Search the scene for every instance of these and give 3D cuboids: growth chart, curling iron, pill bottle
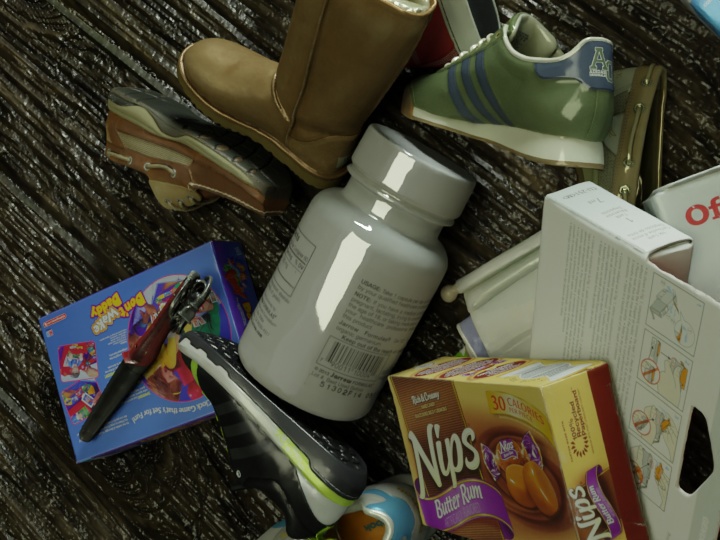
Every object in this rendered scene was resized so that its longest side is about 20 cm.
[{"bbox_3d":[0.131,0.076,0.807,0.144,0.018,0.201,-26,78,30],"label":"growth chart"},{"bbox_3d":[-0.182,0.073,0.906,0.026,0.050,0.200,36,117,-11],"label":"curling iron"},{"bbox_3d":[0.000,0.000,0.823,0.114,0.114,0.201,34,105,23],"label":"pill bottle"}]

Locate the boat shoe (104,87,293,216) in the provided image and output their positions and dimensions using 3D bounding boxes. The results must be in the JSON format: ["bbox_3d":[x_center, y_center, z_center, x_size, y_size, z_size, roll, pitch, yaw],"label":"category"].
[{"bbox_3d":[-0.140,-0.087,0.924,0.200,0.076,0.074,31,109,32],"label":"boat shoe"}]

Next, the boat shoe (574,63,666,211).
[{"bbox_3d":[0.188,-0.038,0.753,0.063,0.073,0.202,-10,78,31],"label":"boat shoe"}]

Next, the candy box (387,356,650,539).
[{"bbox_3d":[0.096,0.120,0.736,0.200,0.056,0.117,-7,98,63],"label":"candy box"}]

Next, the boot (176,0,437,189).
[{"bbox_3d":[-0.046,-0.172,0.812,0.175,0.066,0.200,34,144,5],"label":"boot"}]

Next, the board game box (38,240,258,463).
[{"bbox_3d":[-0.174,0.072,0.951,0.199,0.045,0.135,-22,80,25],"label":"board game box"}]

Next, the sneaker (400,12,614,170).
[{"bbox_3d":[0.103,-0.132,0.763,0.200,0.067,0.090,30,114,54],"label":"sneaker"}]

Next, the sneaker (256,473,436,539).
[{"bbox_3d":[-0.036,0.221,0.862,0.200,0.081,0.077,-36,76,24],"label":"sneaker"}]

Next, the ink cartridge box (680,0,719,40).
[{"bbox_3d":[0.206,-0.226,0.716,0.067,0.116,0.200,-45,72,20],"label":"ink cartridge box"}]

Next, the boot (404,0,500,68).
[{"bbox_3d":[0.007,-0.237,0.810,0.144,0.072,0.201,-5,118,29],"label":"boot"}]

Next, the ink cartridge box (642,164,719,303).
[{"bbox_3d":[0.275,0.023,0.672,0.145,0.083,0.201,-20,87,10],"label":"ink cartridge box"}]

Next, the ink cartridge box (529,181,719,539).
[{"bbox_3d":[0.171,0.070,0.671,0.173,0.043,0.201,39,138,47],"label":"ink cartridge box"}]

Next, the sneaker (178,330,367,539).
[{"bbox_3d":[-0.083,0.125,0.828,0.200,0.072,0.083,41,100,29],"label":"sneaker"}]
